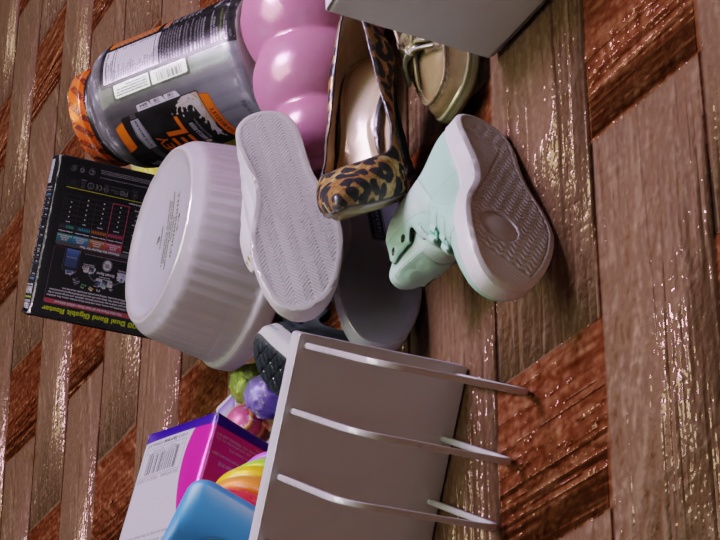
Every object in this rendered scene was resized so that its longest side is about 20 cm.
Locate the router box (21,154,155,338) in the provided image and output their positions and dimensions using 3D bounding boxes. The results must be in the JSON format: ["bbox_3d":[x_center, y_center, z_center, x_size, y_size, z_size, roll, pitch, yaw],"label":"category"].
[{"bbox_3d":[-0.203,-0.013,1.875,0.062,0.199,0.151,179,103,-74],"label":"router box"}]

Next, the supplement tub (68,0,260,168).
[{"bbox_3d":[-0.164,-0.169,1.862,0.199,0.122,0.123,-18,57,27],"label":"supplement tub"}]

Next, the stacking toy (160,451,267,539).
[{"bbox_3d":[-0.073,0.184,1.592,0.116,0.109,0.200,-61,-4,32],"label":"stacking toy"}]

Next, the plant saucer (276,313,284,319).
[{"bbox_3d":[-0.056,-0.058,1.756,0.200,0.036,0.201,-49,32,47],"label":"plant saucer"}]

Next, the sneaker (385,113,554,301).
[{"bbox_3d":[0.071,-0.011,1.407,0.119,0.073,0.201,-57,21,27],"label":"sneaker"}]

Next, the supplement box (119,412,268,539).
[{"bbox_3d":[-0.135,0.235,1.648,0.101,0.103,0.201,-20,45,46],"label":"supplement box"}]

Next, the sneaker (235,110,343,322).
[{"bbox_3d":[-0.054,-0.016,1.575,0.116,0.073,0.201,89,172,-49],"label":"sneaker"}]

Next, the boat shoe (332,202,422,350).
[{"bbox_3d":[0.000,0.000,1.577,0.066,0.069,0.201,114,156,-42],"label":"boat shoe"}]

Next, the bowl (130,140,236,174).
[{"bbox_3d":[-0.182,-0.141,2.006,0.200,0.107,0.201,-44,40,53],"label":"bowl"}]

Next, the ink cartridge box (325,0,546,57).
[{"bbox_3d":[0.064,-0.289,1.470,0.146,0.146,0.201,-46,38,50],"label":"ink cartridge box"}]

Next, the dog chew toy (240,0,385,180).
[{"bbox_3d":[-0.036,-0.167,1.673,0.125,0.124,0.201,-43,44,52],"label":"dog chew toy"}]

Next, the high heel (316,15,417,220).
[{"bbox_3d":[-0.010,-0.117,1.501,0.200,0.071,0.143,-47,-58,-71],"label":"high heel"}]

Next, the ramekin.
[{"bbox_3d":[-0.134,-0.019,1.744,0.202,0.094,0.204,-165,90,-69],"label":"ramekin"}]

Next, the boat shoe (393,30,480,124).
[{"bbox_3d":[0.046,-0.197,1.570,0.073,0.063,0.202,-53,33,44],"label":"boat shoe"}]

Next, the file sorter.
[{"bbox_3d":[0.018,0.158,1.372,0.124,0.138,0.201,11,89,63],"label":"file sorter"}]

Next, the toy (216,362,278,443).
[{"bbox_3d":[-0.097,0.124,1.756,0.200,0.047,0.116,130,144,-48],"label":"toy"}]

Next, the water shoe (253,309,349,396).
[{"bbox_3d":[-0.003,0.083,1.528,0.200,0.079,0.072,37,143,44],"label":"water shoe"}]
